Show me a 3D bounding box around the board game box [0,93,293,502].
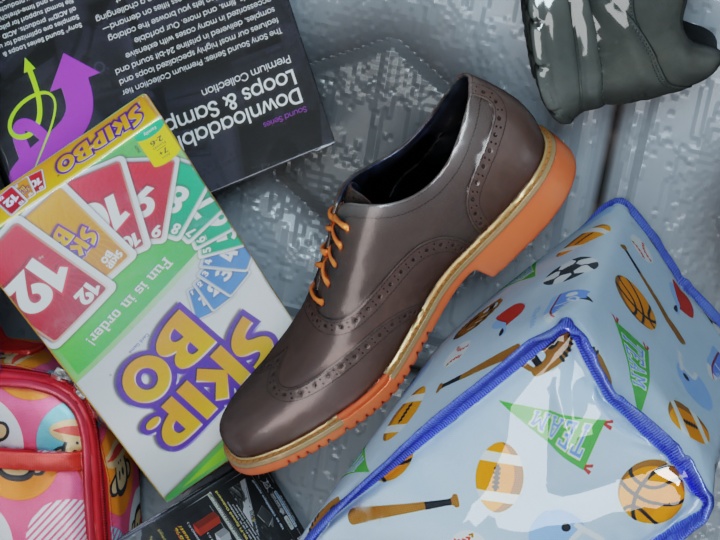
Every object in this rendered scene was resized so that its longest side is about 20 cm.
[{"bbox_3d":[-0.086,0.022,1.030,0.095,0.030,0.200,-34,135,-3],"label":"board game box"}]

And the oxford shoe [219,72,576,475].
[{"bbox_3d":[0.000,0.000,1.014,0.200,0.071,0.072,-48,121,1],"label":"oxford shoe"}]

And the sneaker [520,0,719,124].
[{"bbox_3d":[0.104,-0.162,0.961,0.090,0.076,0.202,-7,116,6],"label":"sneaker"}]

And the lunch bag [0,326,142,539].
[{"bbox_3d":[-0.203,0.094,1.126,0.198,0.082,0.178,3,107,13],"label":"lunch bag"}]

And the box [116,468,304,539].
[{"bbox_3d":[-0.040,0.195,1.057,0.050,0.158,0.201,-32,88,22],"label":"box"}]

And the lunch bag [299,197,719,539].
[{"bbox_3d":[0.060,0.089,1.009,0.200,0.170,0.124,-38,94,22],"label":"lunch bag"}]

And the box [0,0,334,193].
[{"bbox_3d":[-0.108,-0.121,1.002,0.142,0.036,0.202,-22,107,-13],"label":"box"}]
